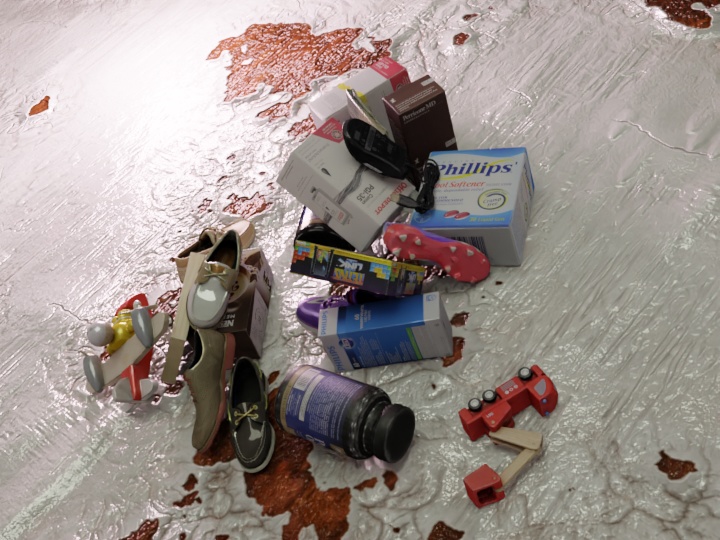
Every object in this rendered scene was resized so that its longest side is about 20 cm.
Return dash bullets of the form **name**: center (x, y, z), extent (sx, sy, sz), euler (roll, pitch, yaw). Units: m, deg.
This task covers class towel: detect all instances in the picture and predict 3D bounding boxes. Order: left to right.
- **towel**: center (0.030, -0.221, 1.820), extent (0.034, 0.193, 0.200), euler (-19, 41, -10)

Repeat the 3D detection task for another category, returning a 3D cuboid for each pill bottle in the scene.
- **pill bottle**: center (-0.050, -0.107, 1.787), extent (0.111, 0.112, 0.201), euler (-4, 46, 18)
- **pill bottle**: center (-0.022, 0.218, 1.468), extent (0.199, 0.112, 0.112), euler (15, 54, 33)

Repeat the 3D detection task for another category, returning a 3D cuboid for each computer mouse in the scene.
- **computer mouse**: center (0.043, -0.168, 1.657), extent (0.046, 0.199, 0.141), euler (-45, 27, 42)

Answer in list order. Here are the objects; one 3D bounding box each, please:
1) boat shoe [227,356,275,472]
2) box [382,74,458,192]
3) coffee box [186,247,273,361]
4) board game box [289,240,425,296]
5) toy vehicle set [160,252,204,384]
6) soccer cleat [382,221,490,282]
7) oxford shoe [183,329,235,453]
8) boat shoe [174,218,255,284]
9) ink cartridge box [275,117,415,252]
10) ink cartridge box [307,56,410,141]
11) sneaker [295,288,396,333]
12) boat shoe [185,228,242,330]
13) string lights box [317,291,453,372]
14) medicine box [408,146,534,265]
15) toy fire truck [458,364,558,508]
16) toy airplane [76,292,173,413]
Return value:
- **boat shoe**: center (-0.181, 0.228, 1.558), extent (0.071, 0.061, 0.202), euler (-17, 43, 6)
- **box**: center (0.119, -0.250, 1.807), extent (0.100, 0.201, 0.075), euler (-29, 44, -8)
- **coffee box**: center (-0.228, 0.062, 1.726), extent (0.112, 0.080, 0.201), euler (-9, 45, 12)
- **board game box**: center (0.000, 0.000, 1.572), extent (0.164, 0.200, 0.057), euler (14, 92, 19)
- **toy vehicle set**: center (-0.312, 0.082, 1.712), extent (0.026, 0.125, 0.201), euler (13, 46, -10)
- **soccer cleat**: center (0.128, -0.036, 1.629), extent (0.199, 0.067, 0.077), euler (16, 25, -22)
- **oxford shoe**: center (-0.258, 0.193, 1.579), extent (0.070, 0.074, 0.201), euler (-27, 51, 53)
- **boat shoe**: center (-0.273, -0.050, 1.850), extent (0.071, 0.065, 0.200), euler (11, 39, 32)
- **ink cartridge box**: center (-0.023, -0.150, 1.690), extent (0.200, 0.083, 0.147), euler (39, 45, 3)
- **ink cartridge box**: center (0.011, -0.312, 1.951), extent (0.199, 0.146, 0.083), euler (-33, 44, -12)
- **sneaker**: center (-0.019, 0.058, 1.646), extent (0.199, 0.084, 0.081), euler (-2, 47, 21)
- **boat shoe**: center (-0.249, 0.012, 1.660), extent (0.074, 0.069, 0.201), euler (14, 48, -5)
- **string lights box**: center (0.041, 0.101, 1.564), extent (0.198, 0.103, 0.059), euler (-9, 48, 13)
- **medicine box**: center (0.199, -0.112, 1.712), extent (0.181, 0.103, 0.201), euler (-1, 48, 21)
- **toy fire truck**: center (0.215, 0.235, 1.403), extent (0.199, 0.049, 0.141), euler (-30, 44, -9)
- **toy airplane**: center (-0.405, 0.139, 1.659), extent (0.199, 0.141, 0.201), euler (22, 83, 60)
